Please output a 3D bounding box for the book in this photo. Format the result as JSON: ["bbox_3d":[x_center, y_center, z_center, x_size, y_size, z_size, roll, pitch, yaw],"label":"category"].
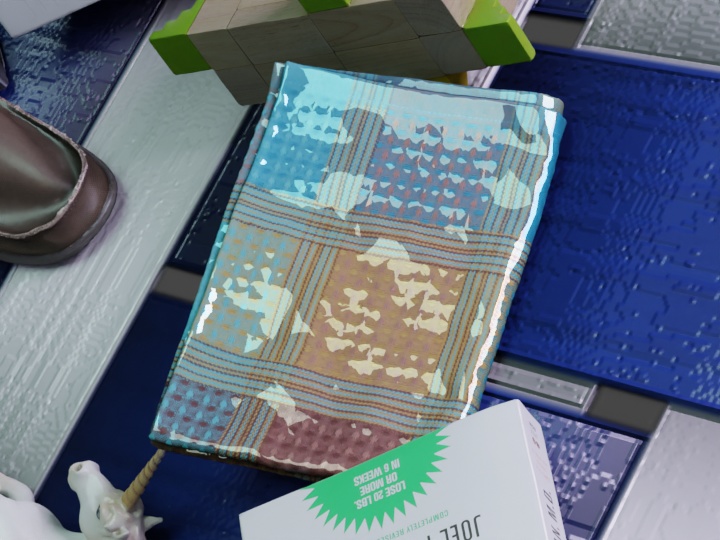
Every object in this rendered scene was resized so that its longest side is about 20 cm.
[{"bbox_3d":[0.028,0.163,1.113,0.133,0.048,0.201,-25,50,17],"label":"book"}]

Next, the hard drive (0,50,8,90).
[{"bbox_3d":[-0.293,-0.095,1.590,0.200,0.038,0.140,-38,43,14],"label":"hard drive"}]

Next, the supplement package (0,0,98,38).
[{"bbox_3d":[-0.121,-0.225,1.462,0.199,0.114,0.110,-21,31,29],"label":"supplement package"}]

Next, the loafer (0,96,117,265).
[{"bbox_3d":[-0.214,-0.064,1.449,0.199,0.071,0.073,23,77,29],"label":"loafer"}]

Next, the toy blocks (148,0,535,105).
[{"bbox_3d":[0.012,-0.153,1.344,0.199,0.100,0.137,-6,45,38],"label":"toy blocks"}]

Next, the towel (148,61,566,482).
[{"bbox_3d":[0.000,0.000,1.245,0.146,0.022,0.201,10,65,21],"label":"towel"}]

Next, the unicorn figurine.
[{"bbox_3d":[-0.182,0.131,1.301,0.200,0.074,0.137,-44,50,-5],"label":"unicorn figurine"}]
